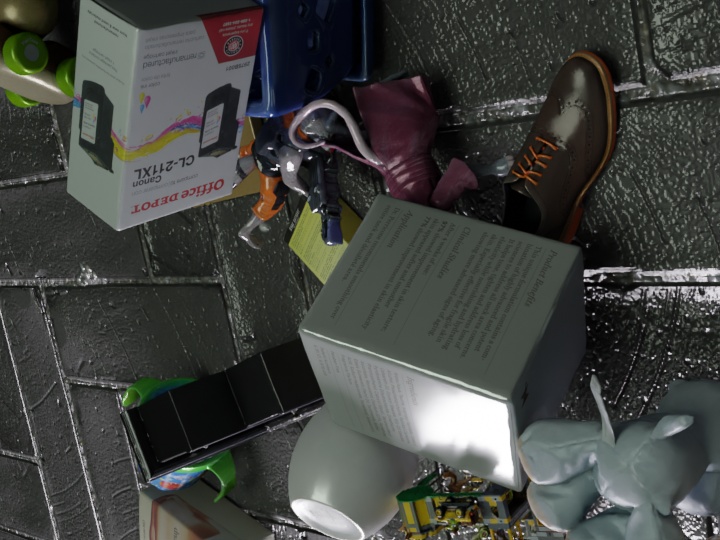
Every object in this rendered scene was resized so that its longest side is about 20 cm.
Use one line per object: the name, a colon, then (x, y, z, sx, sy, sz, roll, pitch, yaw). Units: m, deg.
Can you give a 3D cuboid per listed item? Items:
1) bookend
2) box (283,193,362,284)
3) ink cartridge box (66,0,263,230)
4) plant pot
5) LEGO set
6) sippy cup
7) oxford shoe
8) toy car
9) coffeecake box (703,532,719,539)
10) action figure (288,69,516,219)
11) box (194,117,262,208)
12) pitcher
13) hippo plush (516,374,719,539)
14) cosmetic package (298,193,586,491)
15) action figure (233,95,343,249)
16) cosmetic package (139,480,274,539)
bookend: (-0.145, 0.160, 1.311, 0.200, 0.199, 0.092, -29, 81, 47)
box: (0.000, 0.000, 1.212, 0.200, 0.050, 0.075, 46, 133, 25)
ink cartridge box: (-0.179, -0.153, 1.004, 0.083, 0.146, 0.200, 35, 128, 29)
plant pot: (-0.095, -0.274, 1.112, 0.200, 0.180, 0.200, 15, 115, 41)
LEGO set: (0.134, 0.243, 1.074, 0.154, 0.200, 0.116, -10, 99, 27)
sippy cup: (-0.250, 0.235, 1.511, 0.130, 0.139, 0.178, 119, 144, -51)
oxford shoe: (0.172, -0.095, 0.979, 0.071, 0.072, 0.200, 31, 125, 36)
toy car: (-0.447, -0.343, 1.522, 0.164, 0.158, 0.200, 0, 76, 43)
coffeecake box: (0.356, 0.269, 0.878, 0.154, 0.073, 0.200, 58, 136, 14)
action figure: (0.050, -0.095, 1.055, 0.134, 0.149, 0.200, -43, 67, 42)
box: (-0.180, -0.185, 1.351, 0.163, 0.021, 0.200, -7, 99, 47)
pitcher: (0.019, 0.182, 1.125, 0.121, 0.200, 0.172, 1, 139, 37)
hippo plush: (0.234, 0.143, 0.896, 0.159, 0.161, 0.200, 21, 126, 42)
cosmetic package: (0.080, 0.063, 0.991, 0.200, 0.167, 0.166, 17, 148, 24)
action figure: (-0.084, -0.103, 1.169, 0.193, 0.104, 0.200, -43, 46, 39)
cosmetic package: (-0.220, 0.379, 1.554, 0.200, 0.087, 0.104, 24, 122, 39)
